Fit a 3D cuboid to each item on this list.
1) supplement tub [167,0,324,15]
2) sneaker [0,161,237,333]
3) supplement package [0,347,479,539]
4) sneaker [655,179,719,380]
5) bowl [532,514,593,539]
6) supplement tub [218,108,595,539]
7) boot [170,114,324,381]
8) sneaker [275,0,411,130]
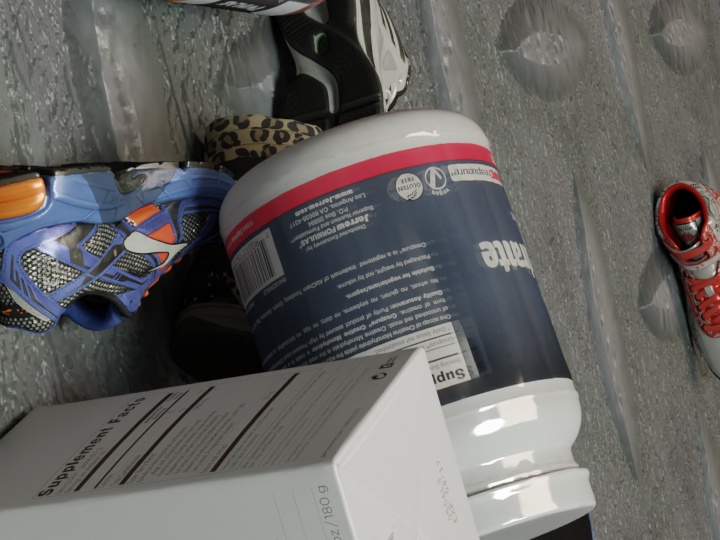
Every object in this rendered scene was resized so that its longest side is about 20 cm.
[{"bbox_3d":[-0.081,-0.193,1.071,0.200,0.106,0.108,-9,88,-66],"label":"supplement tub"},{"bbox_3d":[-0.122,-0.012,0.961,0.200,0.075,0.079,-8,99,-60],"label":"sneaker"},{"bbox_3d":[-0.064,0.122,0.853,0.120,0.199,0.122,-48,124,-62],"label":"supplement package"},{"bbox_3d":[0.336,0.010,1.973,0.108,0.067,0.203,20,58,-62],"label":"sneaker"},{"bbox_3d":[0.122,0.198,1.441,0.200,0.039,0.202,-11,90,-67],"label":"bowl"},{"bbox_3d":[0.023,0.037,0.966,0.140,0.140,0.201,10,59,-65],"label":"supplement tub"},{"bbox_3d":[0.000,-0.001,1.105,0.074,0.202,0.155,121,-25,-52],"label":"boot"},{"bbox_3d":[0.003,-0.099,1.255,0.115,0.075,0.202,32,49,-57],"label":"sneaker"}]
